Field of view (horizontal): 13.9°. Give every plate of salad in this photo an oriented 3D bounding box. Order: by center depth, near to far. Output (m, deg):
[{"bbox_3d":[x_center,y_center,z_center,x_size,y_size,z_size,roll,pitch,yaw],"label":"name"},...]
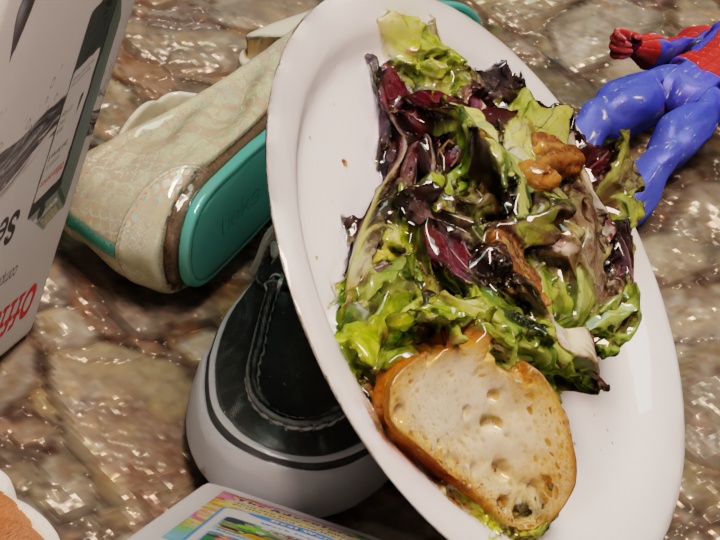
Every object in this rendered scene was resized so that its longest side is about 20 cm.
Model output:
[{"bbox_3d":[0.046,0.000,0.903,0.200,0.048,0.201,31,45,-37],"label":"plate of salad"}]

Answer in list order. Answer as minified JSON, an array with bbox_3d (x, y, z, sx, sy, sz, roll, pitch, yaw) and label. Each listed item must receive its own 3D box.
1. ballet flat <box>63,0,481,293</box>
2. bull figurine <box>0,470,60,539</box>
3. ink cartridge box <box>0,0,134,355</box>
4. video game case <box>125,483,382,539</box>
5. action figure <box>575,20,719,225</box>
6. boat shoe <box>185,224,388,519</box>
[{"bbox_3d":[-0.031,-0.058,1.024,0.062,0.068,0.200,22,35,26],"label":"ballet flat"},{"bbox_3d":[-0.105,0.116,0.765,0.121,0.065,0.200,-18,46,-33],"label":"bull figurine"},{"bbox_3d":[-0.125,-0.065,0.858,0.084,0.201,0.146,21,18,7],"label":"ink cartridge box"},{"bbox_3d":[0.034,0.107,0.785,0.199,0.024,0.182,19,4,5],"label":"video game case"},{"bbox_3d":[0.118,-0.062,1.097,0.065,0.052,0.200,28,35,23],"label":"action figure"},{"bbox_3d":[0.003,0.001,0.951,0.073,0.068,0.199,23,37,12],"label":"boat shoe"}]
